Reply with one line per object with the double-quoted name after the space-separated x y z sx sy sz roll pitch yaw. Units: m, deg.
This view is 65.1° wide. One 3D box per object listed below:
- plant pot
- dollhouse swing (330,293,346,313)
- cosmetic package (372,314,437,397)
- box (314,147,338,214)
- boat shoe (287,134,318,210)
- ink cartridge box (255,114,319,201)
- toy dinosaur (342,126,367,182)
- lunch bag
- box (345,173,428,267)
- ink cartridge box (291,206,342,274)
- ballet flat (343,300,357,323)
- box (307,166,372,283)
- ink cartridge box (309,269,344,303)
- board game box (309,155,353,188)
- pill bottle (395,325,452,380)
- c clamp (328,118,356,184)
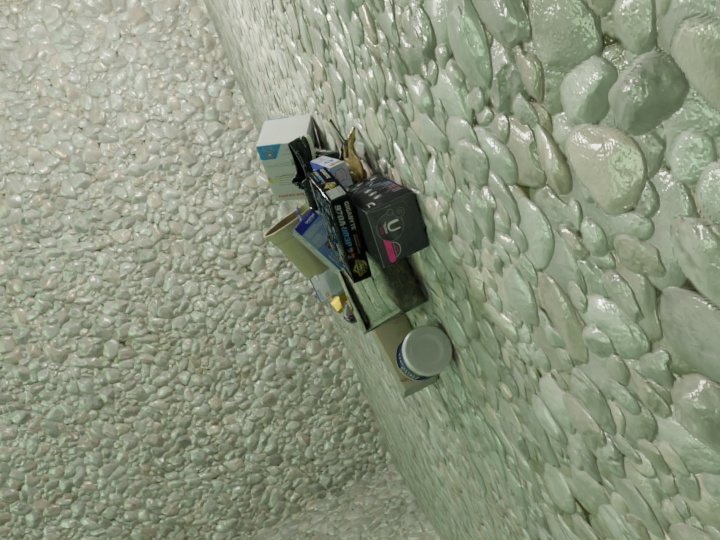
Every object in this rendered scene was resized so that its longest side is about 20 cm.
-0.158 -0.085 1.697 0.184 0.200 0.200 55 173 -15 "plant pot"
-0.069 0.009 1.889 0.176 0.182 0.200 50 175 -16 "dollhouse swing"
0.119 0.229 1.539 0.201 0.103 0.073 60 168 26 "cosmetic package"
-0.094 -0.218 1.494 0.158 0.049 0.201 31 136 59 "box"
-0.145 -0.241 1.438 0.074 0.066 0.201 40 143 50 "boat shoe"
-0.201 -0.332 1.680 0.201 0.146 0.147 76 -166 -45 "ink cartridge box"
-0.004 -0.218 1.274 0.201 0.058 0.101 68 169 -9 "toy dinosaur"
0.030 0.048 1.328 0.200 0.117 0.165 -36 76 47 "lunch bag"
0.041 -0.107 1.146 0.123 0.105 0.200 70 169 -24 "box"
-0.104 -0.082 1.466 0.200 0.076 0.136 40 173 -6 "ink cartridge box"
0.035 0.078 1.471 0.069 0.199 0.072 25 121 42 "ballet flat"
-0.043 -0.095 1.174 0.159 0.046 0.201 -126 16 -55 "box"
-0.084 -0.028 1.793 0.041 0.199 0.201 11 -132 -60 "ink cartridge box"
-0.044 -0.164 1.323 0.201 0.041 0.200 67 170 -20 "board game box"
0.141 0.199 1.316 0.200 0.110 0.112 101 144 -74 "pill bottle"
-0.032 -0.266 1.427 0.172 0.027 0.200 59 168 11 "c clamp"
